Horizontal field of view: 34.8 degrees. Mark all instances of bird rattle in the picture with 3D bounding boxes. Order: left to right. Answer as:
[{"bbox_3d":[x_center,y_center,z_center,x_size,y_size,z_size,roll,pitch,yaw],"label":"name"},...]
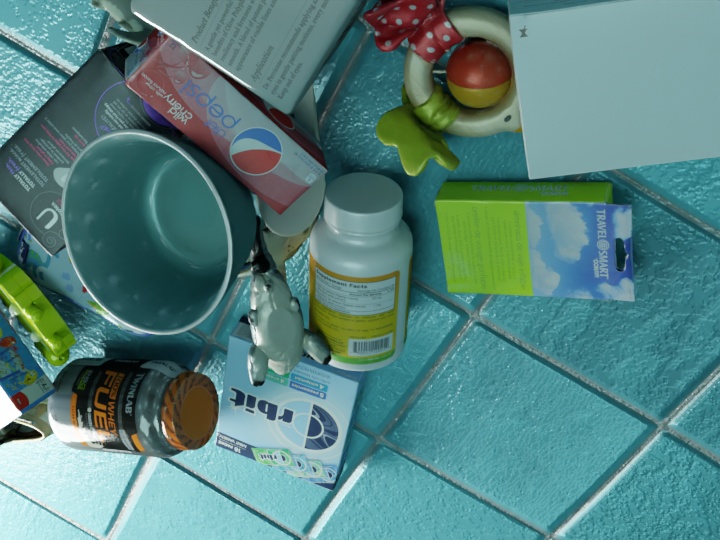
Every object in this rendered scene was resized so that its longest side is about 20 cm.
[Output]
[{"bbox_3d":[0.089,-0.197,1.099,0.163,0.113,0.201,2,113,6],"label":"bird rattle"}]

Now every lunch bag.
[{"bbox_3d":[-0.301,-0.026,1.366,0.200,0.083,0.161,31,126,-3],"label":"lunch bag"}]

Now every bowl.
[{"bbox_3d":[-0.182,-0.048,1.123,0.200,0.105,0.201,9,111,25],"label":"bowl"}]

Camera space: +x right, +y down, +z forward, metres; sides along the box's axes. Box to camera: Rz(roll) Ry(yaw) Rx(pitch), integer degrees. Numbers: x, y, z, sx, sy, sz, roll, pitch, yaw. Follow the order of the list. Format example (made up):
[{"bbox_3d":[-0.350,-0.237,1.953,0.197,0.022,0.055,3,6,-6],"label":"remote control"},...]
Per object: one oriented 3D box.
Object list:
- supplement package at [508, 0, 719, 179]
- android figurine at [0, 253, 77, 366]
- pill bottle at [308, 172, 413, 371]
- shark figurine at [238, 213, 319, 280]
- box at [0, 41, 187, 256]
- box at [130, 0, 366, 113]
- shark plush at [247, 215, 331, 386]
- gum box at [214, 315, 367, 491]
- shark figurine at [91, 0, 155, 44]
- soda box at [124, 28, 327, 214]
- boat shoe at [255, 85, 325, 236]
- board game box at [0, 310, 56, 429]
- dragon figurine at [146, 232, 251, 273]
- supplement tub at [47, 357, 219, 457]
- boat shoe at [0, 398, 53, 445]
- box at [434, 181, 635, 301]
[{"bbox_3d":[0.234,-0.181,0.993,0.199,0.111,0.156,-6,122,11],"label":"supplement package"},{"bbox_3d":[-0.414,0.041,1.412,0.200,0.041,0.182,29,152,51],"label":"android figurine"},{"bbox_3d":[0.000,0.000,1.242,0.111,0.111,0.200,12,127,13],"label":"pill bottle"},{"bbox_3d":[-0.151,-0.025,1.303,0.214,0.090,0.129,-1,101,1],"label":"shark figurine"},{"bbox_3d":[-0.285,-0.131,1.223,0.200,0.106,0.122,-40,98,16],"label":"box"},{"bbox_3d":[-0.060,-0.292,1.000,0.171,0.200,0.199,32,130,-6],"label":"box"},{"bbox_3d":[-0.107,0.037,1.228,0.091,0.083,0.200,-27,124,-6],"label":"shark plush"},{"bbox_3d":[-0.090,0.170,1.443,0.170,0.045,0.200,20,130,8],"label":"gum box"},{"bbox_3d":[-0.216,-0.274,1.162,0.214,0.128,0.090,36,104,10],"label":"shark figurine"},{"bbox_3d":[-0.124,-0.146,1.077,0.070,0.063,0.200,-41,119,17],"label":"soda box"},{"bbox_3d":[-0.076,-0.142,1.180,0.074,0.093,0.200,-1,122,-8],"label":"boat shoe"},{"bbox_3d":[-0.493,0.107,1.483,0.196,0.056,0.200,56,147,-4],"label":"board game box"},{"bbox_3d":[-0.210,-0.020,1.230,0.199,0.059,0.100,-14,103,1],"label":"dragon figurine"},{"bbox_3d":[-0.287,0.174,1.464,0.200,0.123,0.123,-1,124,29],"label":"supplement tub"},{"bbox_3d":[-0.509,0.218,1.626,0.200,0.076,0.072,-12,119,29],"label":"boat shoe"},{"bbox_3d":[0.183,-0.031,1.187,0.199,0.048,0.122,2,125,20],"label":"box"}]
